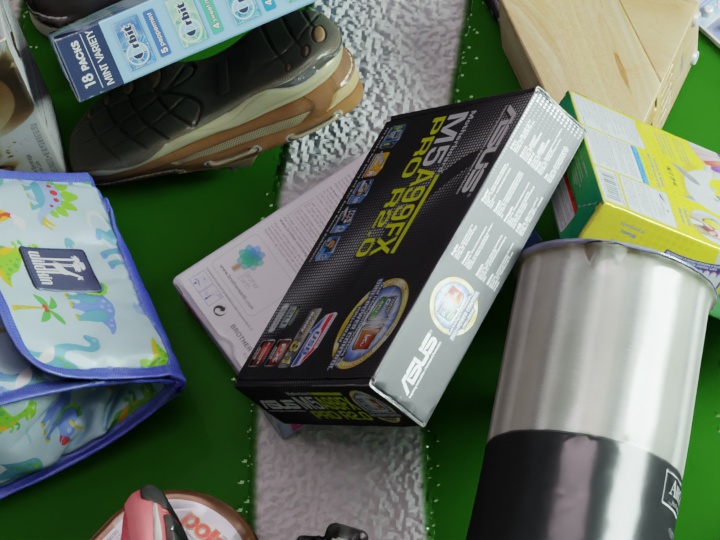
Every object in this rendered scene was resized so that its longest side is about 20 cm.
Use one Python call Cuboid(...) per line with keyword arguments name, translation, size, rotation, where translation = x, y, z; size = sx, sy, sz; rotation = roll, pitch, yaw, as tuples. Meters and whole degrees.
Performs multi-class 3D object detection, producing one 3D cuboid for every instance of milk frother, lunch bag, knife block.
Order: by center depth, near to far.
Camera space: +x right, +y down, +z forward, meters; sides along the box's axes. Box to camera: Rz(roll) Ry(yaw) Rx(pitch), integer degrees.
Cuboid(name="milk frother", translation=(0.079, 0.093, 1.234), size=(0.199, 0.181, 0.189), rotation=(13, 68, -1))
Cuboid(name="lunch bag", translation=(-0.224, 0.037, 1.342), size=(0.199, 0.128, 0.171), rotation=(-19, 58, -15))
Cuboid(name="knife block", translation=(0.119, -0.144, 1.420), size=(0.175, 0.064, 0.201), rotation=(20, 68, 17))

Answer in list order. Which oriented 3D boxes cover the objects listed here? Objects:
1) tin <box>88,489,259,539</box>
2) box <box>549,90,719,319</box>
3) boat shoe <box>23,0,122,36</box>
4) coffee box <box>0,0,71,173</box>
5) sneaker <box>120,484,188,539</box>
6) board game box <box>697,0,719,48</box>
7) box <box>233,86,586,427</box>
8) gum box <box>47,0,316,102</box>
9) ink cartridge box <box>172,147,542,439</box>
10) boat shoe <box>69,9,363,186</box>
Cuboid(name="tin", translation=(-0.136, 0.214, 1.286), size=(0.112, 0.042, 0.200), rotation=(38, 73, 18))
Cuboid(name="box", translation=(0.202, -0.024, 1.297), size=(0.199, 0.048, 0.118), rotation=(19, 33, -20))
Cuboid(name="boat shoe", translation=(-0.135, -0.224, 1.493), size=(0.200, 0.061, 0.072), rotation=(-30, 63, -9))
Cuboid(name="coffee box", translation=(-0.255, -0.107, 1.370), size=(0.112, 0.200, 0.080), rotation=(-17, 66, -3))
Cuboid(name="sneaker", translation=(-0.134, 0.212, 1.225), size=(0.086, 0.074, 0.201), rotation=(-5, 63, 6))
Cuboid(name="board game box", translation=(0.292, -0.224, 1.462), size=(0.200, 0.026, 0.200), rotation=(-38, 65, -13))
Cuboid(name="box", translation=(0.026, -0.006, 1.273), size=(0.044, 0.160, 0.201), rotation=(38, 70, -23))
Cuboid(name="gum box", translation=(-0.097, -0.168, 1.405), size=(0.199, 0.170, 0.045), rotation=(-25, 101, -5))
Cuboid(name="ink cartridge box", translation=(0.000, 0.000, 1.375), size=(0.199, 0.042, 0.120), rotation=(-35, 66, -8))
Cuboid(name="boat shoe", translation=(-0.089, -0.092, 1.410), size=(0.199, 0.074, 0.076), rotation=(-19, 48, 22))
